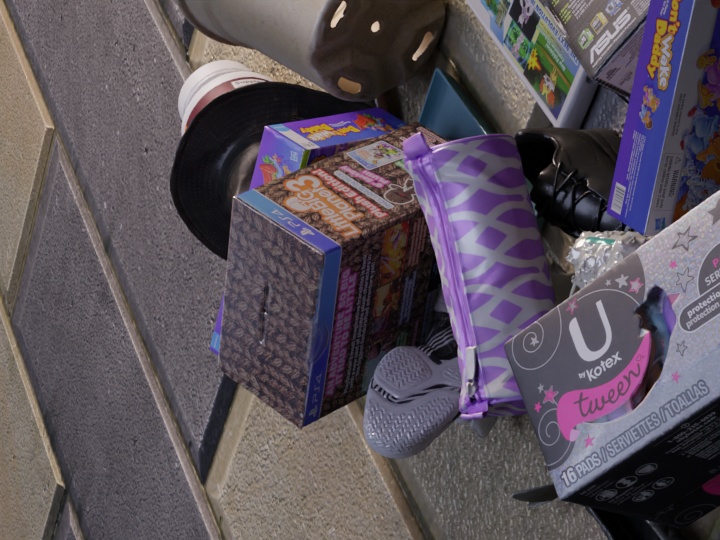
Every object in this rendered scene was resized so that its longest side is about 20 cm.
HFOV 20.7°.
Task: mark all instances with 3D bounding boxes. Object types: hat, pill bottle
[{"bbox_3d":[-0.060,-0.061,1.670,0.081,0.200,0.201,-104,26,-57],"label":"hat"},{"bbox_3d":[-0.103,-0.117,1.867,0.200,0.113,0.113,54,136,50],"label":"pill bottle"}]

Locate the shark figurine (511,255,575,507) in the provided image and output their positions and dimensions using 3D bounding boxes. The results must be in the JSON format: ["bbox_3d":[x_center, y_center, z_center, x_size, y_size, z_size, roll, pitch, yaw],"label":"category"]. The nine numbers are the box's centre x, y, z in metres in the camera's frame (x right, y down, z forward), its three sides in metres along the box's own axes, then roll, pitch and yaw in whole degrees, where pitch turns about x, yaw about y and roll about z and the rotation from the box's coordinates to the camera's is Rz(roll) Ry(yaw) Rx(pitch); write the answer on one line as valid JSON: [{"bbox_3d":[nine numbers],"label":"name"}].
[{"bbox_3d":[0.150,0.065,1.432,0.090,0.128,0.215,-99,-6,-80],"label":"shark figurine"}]

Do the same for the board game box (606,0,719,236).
[{"bbox_3d":[0.232,-0.121,1.171,0.045,0.134,0.201,40,125,57],"label":"board game box"}]

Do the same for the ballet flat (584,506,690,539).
[{"bbox_3d":[0.193,0.195,1.336,0.200,0.057,0.067,-122,38,-46],"label":"ballet flat"}]

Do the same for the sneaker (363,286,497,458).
[{"bbox_3d":[0.063,0.094,1.485,0.075,0.200,0.115,18,135,19],"label":"sneaker"}]

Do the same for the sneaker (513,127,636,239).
[{"bbox_3d":[0.167,-0.039,1.350,0.200,0.091,0.076,46,121,52],"label":"sneaker"}]

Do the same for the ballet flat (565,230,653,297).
[{"bbox_3d":[0.171,0.052,1.309,0.072,0.072,0.200,-127,22,-50],"label":"ballet flat"}]

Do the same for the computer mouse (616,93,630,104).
[{"bbox_3d":[0.201,-0.160,1.309,0.200,0.046,0.141,65,144,28],"label":"computer mouse"}]

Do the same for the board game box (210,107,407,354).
[{"bbox_3d":[-0.038,-0.025,1.586,0.045,0.134,0.200,33,120,32],"label":"board game box"}]

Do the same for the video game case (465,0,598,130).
[{"bbox_3d":[0.145,-0.234,1.472,0.200,0.022,0.183,61,141,43],"label":"video game case"}]

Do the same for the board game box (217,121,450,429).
[{"bbox_3d":[0.000,0.000,1.510,0.097,0.200,0.160,33,130,33],"label":"board game box"}]

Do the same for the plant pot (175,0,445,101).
[{"bbox_3d":[-0.031,-0.242,1.666,0.183,0.200,0.201,43,129,42],"label":"plant pot"}]

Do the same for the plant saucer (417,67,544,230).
[{"bbox_3d":[0.096,-0.081,1.574,0.200,0.019,0.070,-120,38,-46],"label":"plant saucer"}]

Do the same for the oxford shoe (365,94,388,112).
[{"bbox_3d":[-0.023,-0.072,1.749,0.070,0.075,0.200,-133,50,-56],"label":"oxford shoe"}]

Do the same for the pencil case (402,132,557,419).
[{"bbox_3d":[0.084,0.006,1.335,0.084,0.085,0.201,-29,69,54],"label":"pencil case"}]

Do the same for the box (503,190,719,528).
[{"bbox_3d":[0.207,0.048,1.153,0.200,0.132,0.115,-39,53,29],"label":"box"}]

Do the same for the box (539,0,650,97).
[{"bbox_3d":[0.188,-0.248,1.293,0.200,0.047,0.193,-49,42,24],"label":"box"}]
